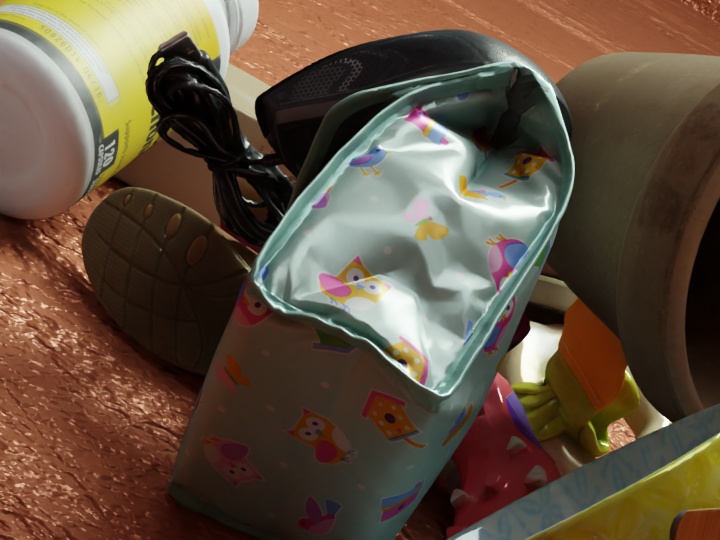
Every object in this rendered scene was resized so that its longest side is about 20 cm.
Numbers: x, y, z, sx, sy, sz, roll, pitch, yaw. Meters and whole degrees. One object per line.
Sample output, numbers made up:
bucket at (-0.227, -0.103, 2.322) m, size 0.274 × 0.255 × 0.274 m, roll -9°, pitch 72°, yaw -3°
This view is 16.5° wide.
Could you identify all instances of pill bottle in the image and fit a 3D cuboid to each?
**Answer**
pill bottle at (-0.143, -0.118, 1.375) m, size 0.112 × 0.112 × 0.200 m, roll 32°, pitch 41°, yaw 14°

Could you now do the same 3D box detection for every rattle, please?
rattle at (0.182, 0.071, 1.376) m, size 0.200 × 0.143 × 0.130 m, roll 24°, pitch 24°, yaw -18°

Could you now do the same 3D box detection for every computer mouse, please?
computer mouse at (0.007, -0.078, 1.197) m, size 0.139 × 0.200 × 0.053 m, roll 60°, pitch 32°, yaw -44°

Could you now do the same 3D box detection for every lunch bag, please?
lunch bag at (0.011, 0.012, 1.114) m, size 0.122 × 0.170 × 0.200 m, roll 29°, pitch 50°, yaw 4°

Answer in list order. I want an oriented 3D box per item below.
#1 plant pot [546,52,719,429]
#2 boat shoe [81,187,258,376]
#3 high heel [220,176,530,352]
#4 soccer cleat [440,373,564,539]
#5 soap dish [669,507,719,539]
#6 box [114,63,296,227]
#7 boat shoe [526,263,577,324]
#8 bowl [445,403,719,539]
plant pot at (0.166, -0.028, 1.196) m, size 0.200 × 0.200 × 0.175 m, roll 13°, pitch 12°, yaw -41°
boat shoe at (-0.061, 0.028, 1.269) m, size 0.200 × 0.072 × 0.068 m, roll 34°, pitch 1°, yaw 27°
high heel at (0.000, 0.000, 1.285) m, size 0.200 × 0.096 × 0.067 m, roll 2°, pitch 35°, yaw 44°
soccer cleat at (0.074, 0.114, 1.231) m, size 0.076 × 0.067 × 0.200 m, roll 50°, pitch 9°, yaw -33°
soap dish at (0.167, 0.183, 0.953) m, size 0.081 × 0.200 × 0.157 m, roll 19°, pitch 7°, yaw 42°
box at (-0.111, -0.090, 1.512) m, size 0.200 × 0.078 × 0.095 m, roll 29°, pitch 16°, yaw 5°
boat shoe at (0.125, 0.008, 1.493) m, size 0.072 × 0.068 × 0.200 m, roll 16°, pitch -9°, yaw 3°
bowl at (0.106, 0.143, 1.043) m, size 0.108 × 0.200 × 0.200 m, roll 62°, pitch 21°, yaw 1°
